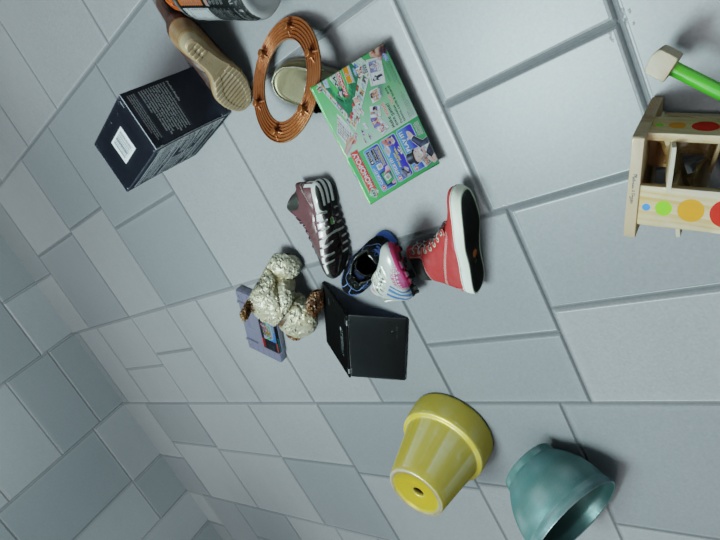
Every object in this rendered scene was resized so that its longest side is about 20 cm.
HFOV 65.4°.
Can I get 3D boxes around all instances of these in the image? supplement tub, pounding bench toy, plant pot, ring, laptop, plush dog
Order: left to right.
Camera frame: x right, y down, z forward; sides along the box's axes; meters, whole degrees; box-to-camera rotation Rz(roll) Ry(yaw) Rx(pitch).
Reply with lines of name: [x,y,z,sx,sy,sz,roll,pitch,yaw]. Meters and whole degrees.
supplement tub: [-0.229,-0.472,0.907,0.196,0.122,0.125,17,131,31]
ring: [-0.132,-0.319,0.943,0.197,0.019,0.207,2,93,47]
plush dog: [-0.171,0.086,1.284,0.169,0.162,0.201,31,139,-7]
laptop: [0.007,0.138,1.268,0.201,0.113,0.191,49,149,44]
plant pot: [0.161,0.406,1.209,0.197,0.189,0.205,22,135,24]
plant pot: [0.362,0.421,1.067,0.134,0.196,0.204,47,148,42]
pounding bench toy: [0.394,-0.145,0.624,0.153,0.124,0.205,12,128,33]

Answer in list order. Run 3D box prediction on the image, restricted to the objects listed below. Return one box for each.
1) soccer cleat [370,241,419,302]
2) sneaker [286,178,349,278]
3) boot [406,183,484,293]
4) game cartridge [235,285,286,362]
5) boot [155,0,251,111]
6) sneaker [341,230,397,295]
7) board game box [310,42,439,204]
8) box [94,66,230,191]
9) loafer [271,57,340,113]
soccer cleat: [0.052,0.015,1.012,0.084,0.072,0.200,-19,155,8]
sneaker: [-0.091,-0.088,1.137,0.113,0.075,0.206,12,118,40]
boot: [0.132,-0.058,0.963,0.141,0.072,0.204,15,133,34]
game cartridge: [-0.262,0.145,1.490,0.127,0.038,0.205,22,133,32]
boot: [-0.290,-0.407,1.051,0.168,0.072,0.200,56,-175,32]
sneaker: [0.000,0.000,1.113,0.070,0.078,0.201,42,139,4]
board game box: [0.024,-0.228,0.886,0.132,0.029,0.203,-28,106,2]
box: [-0.405,-0.290,1.143,0.198,0.198,0.125,-25,102,48]
loafer: [-0.081,-0.308,0.948,0.196,0.068,0.077,17,132,30]
